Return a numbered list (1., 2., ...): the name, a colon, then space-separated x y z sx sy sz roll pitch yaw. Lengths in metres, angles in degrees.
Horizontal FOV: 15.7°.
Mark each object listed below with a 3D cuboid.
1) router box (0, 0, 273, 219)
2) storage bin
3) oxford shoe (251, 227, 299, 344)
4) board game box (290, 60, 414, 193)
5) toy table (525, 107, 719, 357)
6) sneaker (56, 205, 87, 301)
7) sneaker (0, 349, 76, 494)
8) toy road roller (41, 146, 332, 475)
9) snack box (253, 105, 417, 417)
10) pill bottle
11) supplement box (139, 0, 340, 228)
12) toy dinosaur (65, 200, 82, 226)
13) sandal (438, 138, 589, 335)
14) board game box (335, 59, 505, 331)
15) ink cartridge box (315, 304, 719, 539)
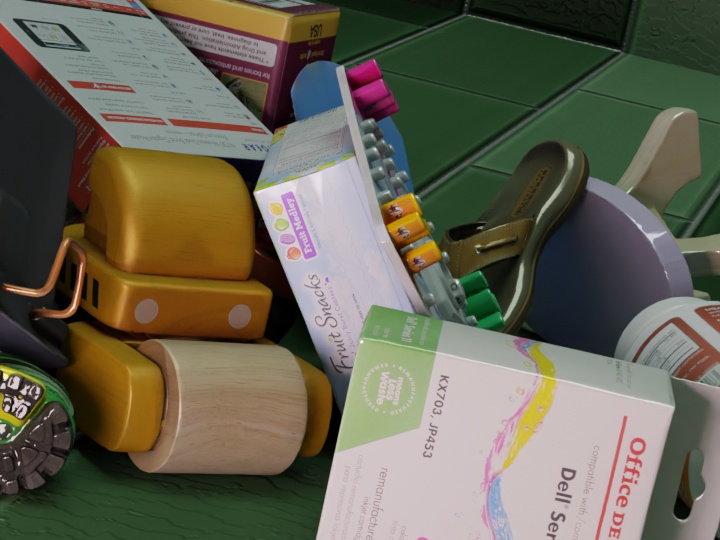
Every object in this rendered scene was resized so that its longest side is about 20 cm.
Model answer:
1. router box: -0.155 -0.108 1.589 0.180 0.049 0.200 45 20 22
2. storage bin: -0.207 -0.040 1.326 0.145 0.135 0.200 8 -13 14
3. oxford shoe: -0.112 -0.018 1.661 0.071 0.073 0.200 11 22 -48
4. board game box: -0.012 -0.040 1.745 0.039 0.200 0.158 -20 -19 25
5. toy table: 0.192 -0.011 1.798 0.117 0.184 0.200 -17 30 -31
6. sneaker: -0.169 -0.004 1.622 0.090 0.078 0.200 -18 12 -20
7. sneaker: -0.239 0.059 1.312 0.200 0.078 0.085 21 6 -2
8. toy road roller: -0.102 0.017 1.422 0.123 0.146 0.200 4 15 -32
9. snack box: 0.000 0.000 1.531 0.068 0.169 0.200 -20 11 5
10. pill bottle: 0.215 0.082 1.511 0.112 0.112 0.200 9 13 -14
11. supplement box: -0.104 -0.093 1.766 0.131 0.200 0.103 16 13 17
12. toy dinosaur: -0.207 -0.044 1.567 0.088 0.048 0.200 -18 -4 32
13. sandal: 0.085 -0.016 1.709 0.080 0.200 0.054 0 -38 46
14. board game box: 0.047 0.002 1.468 0.026 0.200 0.200 -24 31 7
15. ink cartridge box: 0.088 0.099 1.306 0.200 0.117 0.067 12 14 2
